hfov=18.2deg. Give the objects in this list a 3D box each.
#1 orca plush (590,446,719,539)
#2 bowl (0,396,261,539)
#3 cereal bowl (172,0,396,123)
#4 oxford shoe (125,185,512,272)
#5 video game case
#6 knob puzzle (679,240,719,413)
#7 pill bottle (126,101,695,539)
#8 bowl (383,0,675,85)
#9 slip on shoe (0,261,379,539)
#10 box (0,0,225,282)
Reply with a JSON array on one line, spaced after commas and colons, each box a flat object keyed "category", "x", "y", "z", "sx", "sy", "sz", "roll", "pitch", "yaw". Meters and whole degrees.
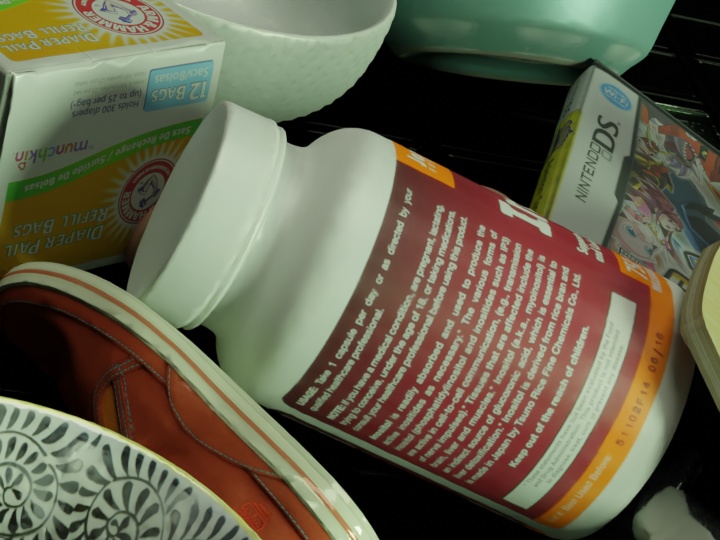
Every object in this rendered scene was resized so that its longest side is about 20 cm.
[{"category": "orca plush", "x": 0.132, "y": 0.164, "z": 0.810, "sx": 0.105, "sy": 0.071, "sz": 0.200, "roll": -32, "pitch": 41, "yaw": 1}, {"category": "bowl", "x": -0.118, "y": 0.133, "z": 0.650, "sx": 0.200, "sy": 0.094, "sz": 0.201, "roll": 16, "pitch": 33, "yaw": -11}, {"category": "cereal bowl", "x": -0.087, "y": -0.129, "z": 1.056, "sx": 0.200, "sy": 0.083, "sz": 0.200, "roll": 19, "pitch": 29, "yaw": -11}, {"category": "oxford shoe", "x": 0.000, "y": 0.000, "z": 0.940, "sx": 0.200, "sy": 0.071, "sz": 0.074, "roll": -1, "pitch": 42, "yaw": -31}, {"category": "video game case", "x": 0.167, "y": 0.004, "z": 1.031, "sx": 0.200, "sy": 0.026, "sz": 0.181, "roll": 36, "pitch": 31, "yaw": -7}, {"category": "knob puzzle", "x": 0.175, "y": 0.070, "z": 0.885, "sx": 0.220, "sy": 0.030, "sz": 0.220, "roll": 43, "pitch": 30, "yaw": -33}, {"category": "pill bottle", "x": 0.019, "y": 0.016, "z": 0.859, "sx": 0.200, "sy": 0.113, "sz": 0.113, "roll": 26, "pitch": 31, "yaw": -15}, {"category": "bowl", "x": 0.078, "y": -0.153, "z": 1.136, "sx": 0.200, "sy": 0.105, "sz": 0.201, "roll": 8, "pitch": -1, "yaw": 0}, {"category": "slip on shoe", "x": -0.077, "y": 0.061, "z": 0.811, "sx": 0.061, "sy": 0.074, "sz": 0.200, "roll": -41, "pitch": 54, "yaw": -16}, {"category": "box", "x": -0.165, "y": -0.089, "z": 0.925, "sx": 0.112, "sy": 0.101, "sz": 0.200, "roll": -14, "pitch": 41, "yaw": -43}]
